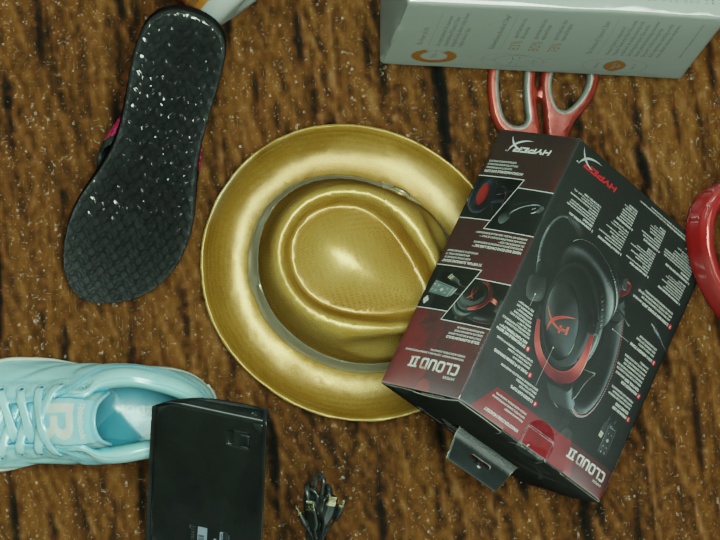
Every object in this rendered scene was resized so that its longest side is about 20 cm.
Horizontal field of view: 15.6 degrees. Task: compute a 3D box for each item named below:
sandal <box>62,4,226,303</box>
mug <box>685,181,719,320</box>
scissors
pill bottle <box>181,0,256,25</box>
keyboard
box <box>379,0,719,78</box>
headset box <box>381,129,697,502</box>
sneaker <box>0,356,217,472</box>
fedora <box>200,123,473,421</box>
[{"bbox_3d":[-0.130,-0.071,1.641,0.075,0.045,0.201,18,106,-8],"label":"sandal"},{"bbox_3d":[0.302,0.006,1.668,0.177,0.133,0.201,-10,93,8],"label":"mug"},{"bbox_3d":[0.115,-0.053,1.699,0.073,0.014,0.201,3,88,-9],"label":"scissors"},{"bbox_3d":[-0.115,-0.259,1.629,0.112,0.112,0.200,-40,92,-7],"label":"pill bottle"},{"bbox_3d":[-0.071,0.174,1.607,0.127,0.021,0.201,11,115,16],"label":"keyboard"},{"bbox_3d":[0.118,-0.187,1.642,0.199,0.124,0.098,2,77,-7],"label":"box"},{"bbox_3d":[0.112,0.037,1.616,0.149,0.075,0.201,36,73,-38],"label":"headset box"},{"bbox_3d":[-0.186,0.086,1.620,0.199,0.082,0.074,-7,87,-7],"label":"sneaker"},{"bbox_3d":[0.000,0.000,1.645,0.200,0.082,0.202,0,88,-7],"label":"fedora"}]
